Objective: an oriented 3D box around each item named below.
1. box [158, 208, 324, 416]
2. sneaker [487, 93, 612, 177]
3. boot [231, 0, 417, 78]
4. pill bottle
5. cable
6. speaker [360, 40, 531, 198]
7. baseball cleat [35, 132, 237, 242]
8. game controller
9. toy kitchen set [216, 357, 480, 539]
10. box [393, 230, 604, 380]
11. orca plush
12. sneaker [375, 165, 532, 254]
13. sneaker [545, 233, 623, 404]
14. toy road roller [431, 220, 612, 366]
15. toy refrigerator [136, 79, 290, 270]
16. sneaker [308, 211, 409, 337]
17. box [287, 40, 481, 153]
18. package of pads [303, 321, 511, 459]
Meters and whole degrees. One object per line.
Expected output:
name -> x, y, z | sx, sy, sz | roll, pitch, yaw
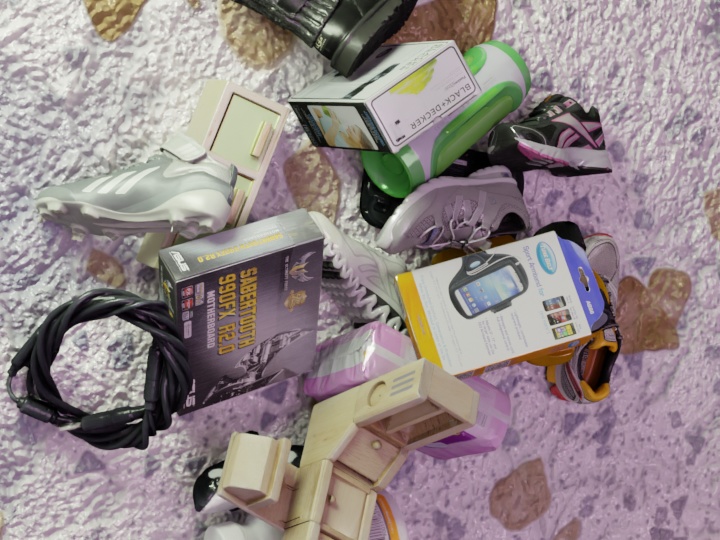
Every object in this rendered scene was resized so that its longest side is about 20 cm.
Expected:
box -> -0.120, 0.044, 1.539 | 0.158, 0.048, 0.200 | -17, 139, -22
sneaker -> 0.205, -0.153, 1.697 | 0.200, 0.080, 0.087 | 3, 82, -55
boot -> -0.024, -0.303, 1.575 | 0.158, 0.079, 0.211 | 36, 46, 5
pill bottle -> -0.057, 0.299, 1.625 | 0.200, 0.116, 0.117 | -7, 100, -24
cable -> -0.243, 0.099, 1.486 | 0.163, 0.051, 0.200 | 39, 120, -12
speaker -> 0.092, -0.162, 1.628 | 0.200, 0.088, 0.089 | -41, 113, -28
baseball cleat -> -0.213, -0.081, 1.494 | 0.199, 0.070, 0.107 | 5, 64, 14
game controller -> 0.093, -0.086, 1.689 | 0.200, 0.042, 0.105 | 9, 79, -27
toy kitchen set -> -0.016, 0.192, 1.494 | 0.163, 0.180, 0.200 | 33, 50, -28
box -> 0.146, 0.038, 1.584 | 0.200, 0.041, 0.119 | -15, 73, -9
orca plush -> -0.093, 0.194, 1.619 | 0.200, 0.105, 0.071 | -19, 74, -19
sneaker -> 0.104, -0.052, 1.600 | 0.200, 0.075, 0.082 | -21, 67, -36
sneaker -> 0.272, 0.057, 1.764 | 0.078, 0.082, 0.201 | 2, 96, -26
toy road roller -> 0.174, 0.046, 1.688 | 0.199, 0.123, 0.146 | -12, 148, -7
toy refrigerator -> -0.148, -0.086, 1.551 | 0.076, 0.070, 0.200 | 23, 87, -26
sneaker -> 0.000, 0.000, 1.637 | 0.081, 0.075, 0.200 | -53, 126, -20
box -> 0.021, -0.175, 1.545 | 0.117, 0.200, 0.060 | -36, 109, -16
package of pads -> 0.051, 0.131, 1.642 | 0.200, 0.120, 0.076 | 29, 63, -26
